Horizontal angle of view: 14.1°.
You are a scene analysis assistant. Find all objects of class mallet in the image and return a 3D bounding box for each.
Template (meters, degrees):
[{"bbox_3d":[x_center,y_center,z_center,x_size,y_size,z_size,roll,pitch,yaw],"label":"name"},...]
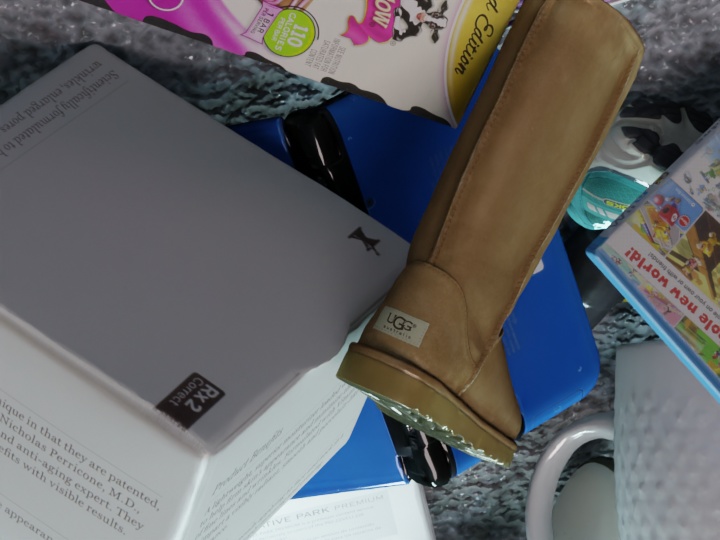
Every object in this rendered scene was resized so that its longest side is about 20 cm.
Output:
[{"bbox_3d":[0.187,0.013,1.548,0.200,0.041,0.066,7,134,-24],"label":"mallet"}]

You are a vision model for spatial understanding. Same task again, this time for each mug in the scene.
[{"bbox_3d":[0.182,0.128,1.528,0.200,0.176,0.148,-2,174,22],"label":"mug"}]

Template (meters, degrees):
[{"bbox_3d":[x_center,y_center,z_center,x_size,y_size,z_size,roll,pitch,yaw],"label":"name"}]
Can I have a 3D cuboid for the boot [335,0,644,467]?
[{"bbox_3d":[0.074,-0.017,1.332,0.200,0.066,0.175,-63,163,-6],"label":"boot"}]

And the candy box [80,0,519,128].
[{"bbox_3d":[-0.023,-0.158,1.286,0.200,0.061,0.136,17,128,-10],"label":"candy box"}]

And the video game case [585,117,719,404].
[{"bbox_3d":[0.228,-0.027,1.434,0.200,0.018,0.143,-44,103,-5],"label":"video game case"}]

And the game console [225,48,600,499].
[{"bbox_3d":[0.000,0.000,1.445,0.171,0.118,0.200,-29,111,-28],"label":"game console"}]

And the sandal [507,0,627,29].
[{"bbox_3d":[0.072,-0.143,1.361,0.202,0.050,0.083,-6,134,-7],"label":"sandal"}]

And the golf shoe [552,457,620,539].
[{"bbox_3d":[0.104,0.195,1.594,0.088,0.200,0.077,22,169,-37],"label":"golf shoe"}]

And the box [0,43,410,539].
[{"bbox_3d":[-0.112,0.029,1.327,0.200,0.199,0.131,33,128,12],"label":"box"}]

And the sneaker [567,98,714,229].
[{"bbox_3d":[0.198,-0.025,1.495,0.200,0.078,0.080,23,132,-18],"label":"sneaker"}]

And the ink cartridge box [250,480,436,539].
[{"bbox_3d":[-0.064,0.131,1.565,0.200,0.084,0.176,-13,132,-1],"label":"ink cartridge box"}]
